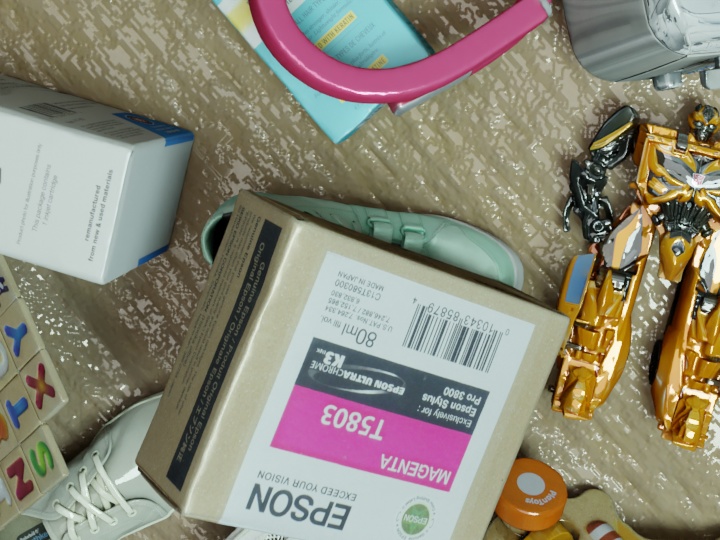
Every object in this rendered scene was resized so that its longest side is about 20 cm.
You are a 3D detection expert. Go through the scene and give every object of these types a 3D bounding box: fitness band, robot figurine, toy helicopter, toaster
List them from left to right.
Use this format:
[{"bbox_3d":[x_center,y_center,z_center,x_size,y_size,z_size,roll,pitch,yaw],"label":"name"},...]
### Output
[{"bbox_3d":[0.029,-0.178,0.791,0.199,0.037,0.144,-32,90,-15],"label":"fitness band"},{"bbox_3d":[0.169,0.188,0.830,0.197,0.133,0.079,1,129,-10],"label":"toy helicopter"},{"bbox_3d":[0.186,0.000,0.825,0.143,0.058,0.202,13,100,4],"label":"robot figurine"},{"bbox_3d":[0.177,-0.201,0.751,0.112,0.129,0.203,-8,98,-13],"label":"toaster"}]

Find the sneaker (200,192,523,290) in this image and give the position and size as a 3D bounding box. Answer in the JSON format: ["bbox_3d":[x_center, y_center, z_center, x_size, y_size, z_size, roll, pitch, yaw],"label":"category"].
[{"bbox_3d":[0.000,0.000,0.819,0.198,0.118,0.075,10,98,4],"label":"sneaker"}]

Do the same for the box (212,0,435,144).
[{"bbox_3d":[-0.048,-0.180,0.833,0.082,0.049,0.200,-41,92,11],"label":"box"}]

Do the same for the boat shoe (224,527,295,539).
[{"bbox_3d":[-0.030,0.134,0.866,0.069,0.071,0.200,41,89,21],"label":"boat shoe"}]

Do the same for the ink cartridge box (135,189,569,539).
[{"bbox_3d":[-0.001,0.066,0.758,0.199,0.075,0.166,18,95,-33],"label":"ink cartridge box"}]

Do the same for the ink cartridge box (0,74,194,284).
[{"bbox_3d":[-0.217,-0.068,0.821,0.198,0.146,0.085,16,101,5],"label":"ink cartridge box"}]

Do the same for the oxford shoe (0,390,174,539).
[{"bbox_3d":[-0.171,0.149,0.893,0.199,0.058,0.076,-34,91,9],"label":"oxford shoe"}]

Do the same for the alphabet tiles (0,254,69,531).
[{"bbox_3d":[-0.243,0.074,0.848,0.200,0.006,0.168,-38,75,45],"label":"alphabet tiles"}]
